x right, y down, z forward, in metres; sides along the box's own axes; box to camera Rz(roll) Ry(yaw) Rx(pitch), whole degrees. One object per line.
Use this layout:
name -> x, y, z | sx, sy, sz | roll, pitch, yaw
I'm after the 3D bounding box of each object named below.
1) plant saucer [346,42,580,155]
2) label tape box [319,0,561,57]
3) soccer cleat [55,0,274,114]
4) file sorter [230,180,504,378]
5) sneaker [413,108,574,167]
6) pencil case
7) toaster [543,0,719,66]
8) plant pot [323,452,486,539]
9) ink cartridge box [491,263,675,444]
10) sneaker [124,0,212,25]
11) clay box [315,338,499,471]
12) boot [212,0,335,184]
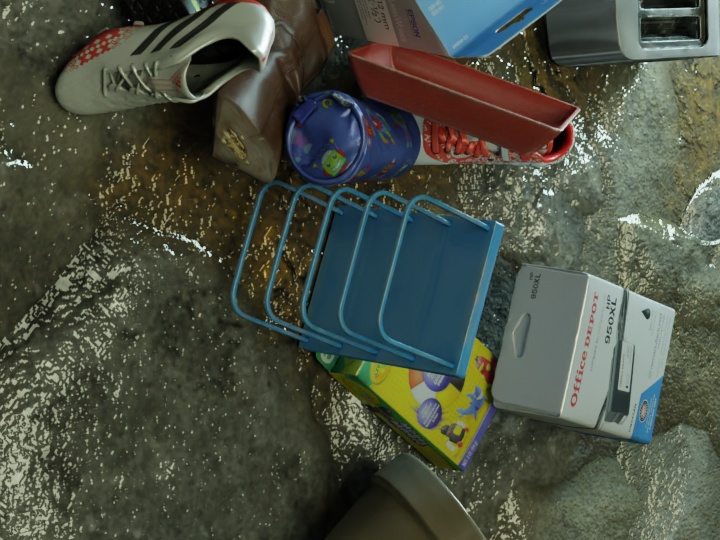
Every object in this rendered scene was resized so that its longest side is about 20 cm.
plant saucer -> 0.093, -0.155, 1.773 | 0.200, 0.198, 0.037 | -42, 152, -75
label tape box -> 0.077, -0.261, 1.783 | 0.143, 0.199, 0.067 | -39, 125, -30
soccer cleat -> -0.163, -0.167, 1.622 | 0.086, 0.198, 0.069 | -95, 164, -48
file sorter -> 0.000, 0.000, 1.733 | 0.122, 0.199, 0.140 | 24, 78, -44
sneaker -> 0.112, -0.133, 1.879 | 0.200, 0.108, 0.068 | 0, 93, -38
pencil case -> -0.007, -0.119, 1.749 | 0.087, 0.078, 0.200 | 57, 15, 6
toaster -> 0.270, -0.301, 1.986 | 0.199, 0.118, 0.183 | -7, 96, -37
plant pot -> 0.027, 0.299, 1.807 | 0.173, 0.200, 0.201 | -34, 114, -14
ink cartridge box -> 0.226, 0.086, 1.966 | 0.199, 0.084, 0.146 | 19, 81, -54
sneaker -> -0.177, -0.271, 1.687 | 0.083, 0.071, 0.202 | -48, 122, -61
clay box -> 0.052, 0.091, 1.885 | 0.200, 0.047, 0.116 | 42, 67, -33
boot -> -0.098, -0.197, 1.698 | 0.187, 0.064, 0.201 | 56, 40, -29
